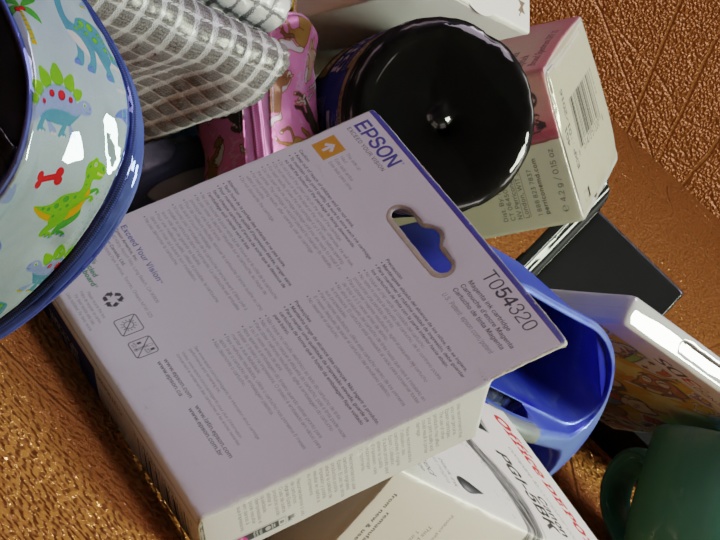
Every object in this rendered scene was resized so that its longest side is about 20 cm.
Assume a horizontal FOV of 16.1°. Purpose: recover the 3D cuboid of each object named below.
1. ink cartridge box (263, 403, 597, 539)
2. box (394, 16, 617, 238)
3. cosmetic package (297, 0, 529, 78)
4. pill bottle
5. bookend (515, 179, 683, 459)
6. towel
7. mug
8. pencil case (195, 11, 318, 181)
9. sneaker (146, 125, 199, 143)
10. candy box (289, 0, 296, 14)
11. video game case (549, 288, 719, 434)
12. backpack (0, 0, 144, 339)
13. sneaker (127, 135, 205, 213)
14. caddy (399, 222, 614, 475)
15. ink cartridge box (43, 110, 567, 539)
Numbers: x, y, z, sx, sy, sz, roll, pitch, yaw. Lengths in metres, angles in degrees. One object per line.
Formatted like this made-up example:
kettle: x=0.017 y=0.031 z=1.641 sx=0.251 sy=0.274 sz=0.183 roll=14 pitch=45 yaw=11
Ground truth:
ink cartridge box: x=0.024 y=0.114 z=1.318 sx=0.200 sy=0.083 sz=0.147 roll=29 pitch=18 yaw=-45
box: x=0.058 y=-0.087 z=1.714 sx=0.128 sy=0.199 sz=0.109 roll=-54 pitch=131 yaw=-63
cosmetic package: x=-0.003 y=-0.178 z=1.582 sx=0.107 sy=0.199 sz=0.085 roll=21 pitch=64 yaw=-50
pill bottle: x=0.027 y=-0.087 z=1.504 sx=0.112 sy=0.112 sz=0.200 roll=39 pitch=-7 yaw=-9
bookend: x=0.192 y=0.053 z=1.812 sx=0.199 sy=0.092 sz=0.200 roll=44 pitch=-13 yaw=5
towel: x=-0.160 y=-0.128 z=1.375 sx=0.165 sy=0.199 sz=0.086 roll=20 pitch=65 yaw=-45
mug: x=0.243 y=0.177 z=1.656 sx=0.151 sy=0.115 sz=0.185 roll=18 pitch=-9 yaw=-8
pencil case: x=-0.054 y=-0.045 z=1.431 sx=0.086 sy=0.083 sz=0.201 roll=13 pitch=63 yaw=-44
sneaker: x=-0.114 y=-0.097 z=1.609 sx=0.076 sy=0.081 sz=0.200 roll=37 pitch=12 yaw=-11
candy box: x=-0.136 y=-0.148 z=1.493 sx=0.199 sy=0.027 sz=0.102 roll=3 pitch=-16 yaw=0
video game case: x=0.168 y=0.062 z=1.630 sx=0.182 sy=0.023 sz=0.200 roll=34 pitch=-16 yaw=-30
backpack: x=-0.184 y=-0.068 z=1.082 sx=0.147 sy=0.183 sz=0.200 roll=20 pitch=30 yaw=-56
sneaker: x=-0.084 y=-0.027 z=1.500 sx=0.082 sy=0.070 sz=0.200 roll=57 pitch=23 yaw=20
caddy: x=0.062 y=0.062 z=1.474 sx=0.200 sy=0.142 sz=0.105 roll=27 pitch=16 yaw=-47
ink cartridge box: x=-0.032 y=0.026 z=1.236 sx=0.197 sy=0.199 sz=0.043 roll=53 pitch=-22 yaw=39
